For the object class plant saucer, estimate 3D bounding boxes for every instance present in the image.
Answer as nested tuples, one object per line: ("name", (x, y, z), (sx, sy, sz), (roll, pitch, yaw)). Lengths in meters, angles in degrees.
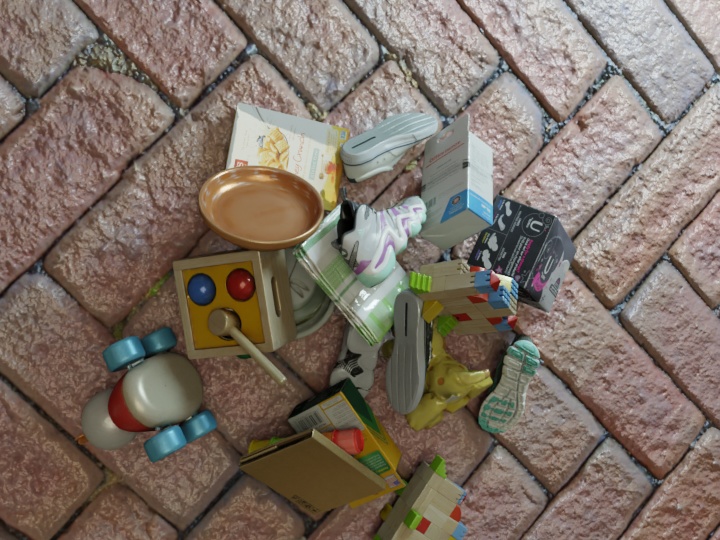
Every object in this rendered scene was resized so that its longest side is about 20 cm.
("plant saucer", (-0.121, 0.012, 1.222), (0.196, 0.050, 0.205), (2, 98, 16))
("plant saucer", (-0.156, -0.095, 1.139), (0.196, 0.202, 0.038), (3, 131, -13))

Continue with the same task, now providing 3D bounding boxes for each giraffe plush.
("giraffe plush", (0.121, 0.165, 1.265), (0.171, 0.201, 0.164), (-31, 70, -6))

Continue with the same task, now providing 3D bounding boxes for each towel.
("towel", (0.000, 0.000, 1.167), (0.201, 0.031, 0.149), (49, 55, -6))

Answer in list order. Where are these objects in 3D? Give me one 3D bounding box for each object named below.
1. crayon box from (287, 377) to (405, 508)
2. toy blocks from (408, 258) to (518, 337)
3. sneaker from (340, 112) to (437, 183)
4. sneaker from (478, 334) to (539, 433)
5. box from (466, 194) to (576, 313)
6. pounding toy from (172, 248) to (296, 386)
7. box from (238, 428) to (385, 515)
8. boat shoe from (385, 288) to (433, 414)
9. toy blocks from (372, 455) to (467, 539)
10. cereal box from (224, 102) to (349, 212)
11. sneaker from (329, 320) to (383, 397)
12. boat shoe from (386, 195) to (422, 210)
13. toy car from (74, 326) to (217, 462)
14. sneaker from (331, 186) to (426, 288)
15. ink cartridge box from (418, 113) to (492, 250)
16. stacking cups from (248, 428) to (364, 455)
("crayon box", (-0.018, 0.299, 1.252), (0.125, 0.052, 0.202), (-30, 100, 26))
("toy blocks", (0.183, 0.042, 1.137), (0.200, 0.135, 0.102), (42, 50, -45))
("sneaker", (0.049, -0.215, 1.266), (0.197, 0.073, 0.072), (-25, 139, -21))
("sneaker", (0.275, 0.205, 1.330), (0.076, 0.091, 0.203), (23, 113, 4))
("box", (0.282, -0.022, 1.245), (0.113, 0.199, 0.134), (23, 86, 30))
("pounding toy", (-0.190, 0.071, 1.149), (0.180, 0.142, 0.205), (-7, 95, 18))
("box", (-0.077, 0.336, 1.196), (0.162, 0.022, 0.200), (-27, 128, 26))
("boat shoe", (0.090, 0.129, 1.165), (0.070, 0.071, 0.205), (-6, 105, -50))
("toy blocks", (0.129, 0.449, 1.305), (0.136, 0.100, 0.202), (37, 84, -21))
("cereal box", (-0.127, -0.190, 1.237), (0.196, 0.039, 0.147), (10, 91, -13))
("sneaker", (-0.001, 0.132, 1.264), (0.074, 0.116, 0.203), (16, 125, -2))
("boat shoe", (0.031, -0.063, 1.260), (0.197, 0.073, 0.076), (-25, 93, -17))
("toy car", (-0.370, 0.223, 1.169), (0.198, 0.176, 0.187), (-29, 85, 20))
("sneaker", (0.021, -0.086, 1.152), (0.140, 0.077, 0.201), (45, 48, -14))
("ink cartridge box", (0.164, -0.152, 1.237), (0.067, 0.115, 0.204), (27, 54, -32))
("stacking cups", (-0.090, 0.296, 1.218), (0.196, 0.060, 0.062), (-15, 97, 17))
